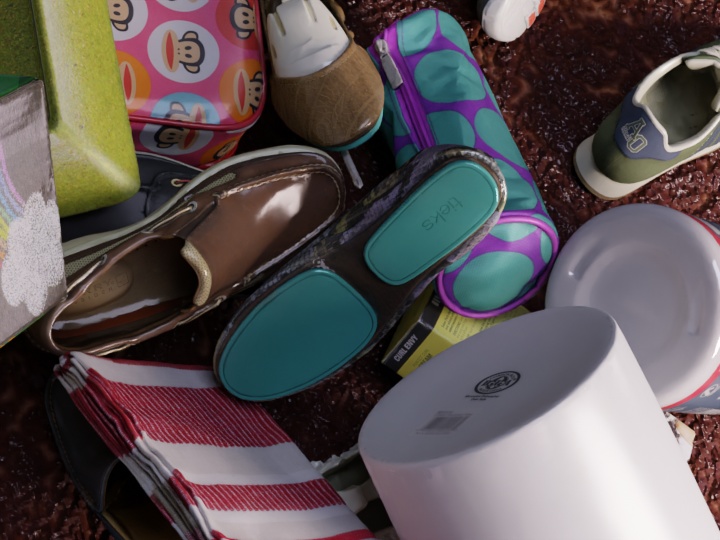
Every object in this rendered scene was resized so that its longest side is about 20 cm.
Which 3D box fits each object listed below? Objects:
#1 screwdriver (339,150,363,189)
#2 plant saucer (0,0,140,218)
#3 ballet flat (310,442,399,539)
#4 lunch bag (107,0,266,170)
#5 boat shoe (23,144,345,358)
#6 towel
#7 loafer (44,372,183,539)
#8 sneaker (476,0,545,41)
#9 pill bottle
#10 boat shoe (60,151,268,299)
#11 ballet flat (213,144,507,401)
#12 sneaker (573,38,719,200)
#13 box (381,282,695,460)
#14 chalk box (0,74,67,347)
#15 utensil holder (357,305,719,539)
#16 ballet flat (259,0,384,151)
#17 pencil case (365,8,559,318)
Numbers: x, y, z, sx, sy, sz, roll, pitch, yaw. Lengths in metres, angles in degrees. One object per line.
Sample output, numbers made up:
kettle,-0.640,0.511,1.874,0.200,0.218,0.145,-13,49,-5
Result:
screwdriver,-0.015,-0.085,1.002,0.028,0.200,0.029,-6,107,-6
plant saucer,-0.240,-0.117,0.937,0.197,0.048,0.202,-14,72,2
ballet flat,0.001,0.136,0.970,0.199,0.072,0.072,-24,79,-30
lunch bag,-0.151,-0.165,1.023,0.174,0.082,0.202,5,67,-20
boat shoe,-0.091,-0.003,0.917,0.201,0.075,0.075,-28,115,-11
towel,-0.060,0.111,0.871,0.200,0.023,0.143,44,18,31
loafer,-0.115,0.113,0.891,0.073,0.072,0.200,-40,58,-9
sneaker,0.103,-0.249,1.188,0.081,0.077,0.202,13,60,13
pill bottle,0.209,0.029,1.033,0.199,0.119,0.121,9,60,-56
boat shoe,-0.105,-0.025,0.984,0.199,0.063,0.075,8,102,-20
ballet flat,0.000,0.000,0.939,0.200,0.072,0.072,-39,85,11
sneaker,0.241,-0.122,1.165,0.199,0.090,0.067,-34,83,-31
box,0.114,0.080,1.039,0.199,0.050,0.076,34,40,-6
chalk box,-0.246,-0.011,0.787,0.122,0.126,0.200,6,22,21
utensil holder,0.110,0.144,0.914,0.169,0.169,0.202,-36,108,-31
ballet flat,-0.032,-0.143,1.015,0.067,0.073,0.201,-21,30,5
pencil case,0.056,-0.070,1.035,0.092,0.085,0.201,29,31,-43
